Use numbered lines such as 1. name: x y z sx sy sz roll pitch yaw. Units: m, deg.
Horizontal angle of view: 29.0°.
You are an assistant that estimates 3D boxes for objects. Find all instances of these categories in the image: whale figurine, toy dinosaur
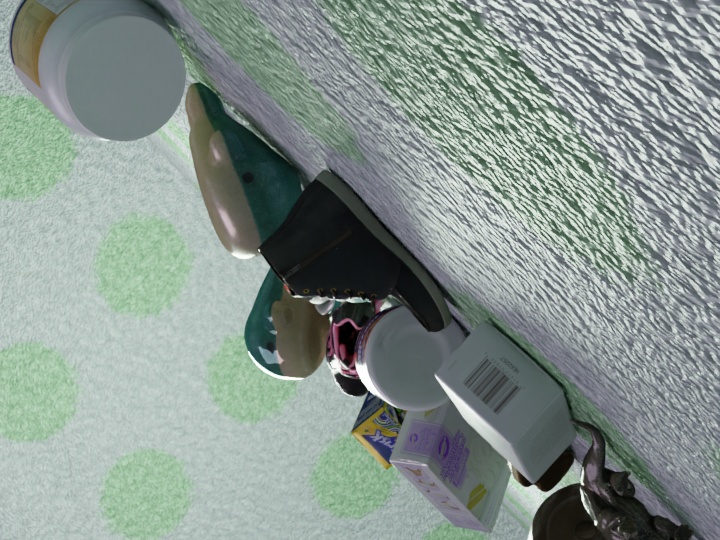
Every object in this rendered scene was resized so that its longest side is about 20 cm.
1. whale figurine: -0.104 0.043 1.857 0.103 0.202 0.159 1 -170 19
2. whale figurine: -0.129 -0.115 1.521 0.159 0.103 0.201 88 160 -65
3. toy dinosaur: 0.238 0.222 1.272 0.200 0.077 0.102 43 169 -9

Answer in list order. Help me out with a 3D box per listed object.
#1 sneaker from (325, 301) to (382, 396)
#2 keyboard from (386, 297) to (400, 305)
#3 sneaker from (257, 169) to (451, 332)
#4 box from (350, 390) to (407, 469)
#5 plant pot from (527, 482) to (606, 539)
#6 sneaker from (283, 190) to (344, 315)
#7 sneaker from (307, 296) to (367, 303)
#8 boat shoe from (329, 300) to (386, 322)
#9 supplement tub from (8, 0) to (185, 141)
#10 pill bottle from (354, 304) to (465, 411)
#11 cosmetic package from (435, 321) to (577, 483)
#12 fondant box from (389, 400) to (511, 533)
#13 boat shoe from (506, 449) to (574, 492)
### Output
1. sneaker: -0.013 0.102 1.790 0.078 0.096 0.201 5 133 6
2. keyboard: 0.102 0.104 1.786 0.200 0.011 0.056 45 175 -2
3. sneaker: -0.006 0.009 1.333 0.200 0.106 0.075 46 174 -19
4. box: 0.053 0.158 1.765 0.070 0.064 0.200 46 -150 -11
5. plant pot: 0.253 0.330 1.523 0.200 0.199 0.174 40 158 42
6. sneaker: -0.058 -0.016 1.627 0.070 0.093 0.200 40 173 39
7. sneaker: 0.000 0.000 1.522 0.079 0.078 0.200 8 175 -15
8. boat shoe: -0.010 0.052 1.909 0.063 0.073 0.201 51 171 6
9. supplement tub: -0.265 -0.214 1.404 0.145 0.144 0.200 47 174 -34
10. pill bottle: 0.051 0.093 1.532 0.111 0.111 0.200 44 175 -2
11. cosmetic package: 0.142 0.128 1.316 0.102 0.074 0.200 43 177 20
12. fondant box: 0.122 0.212 1.695 0.058 0.145 0.200 4 151 35
13. boat shoe: 0.181 0.193 1.519 0.064 0.071 0.200 41 175 24
